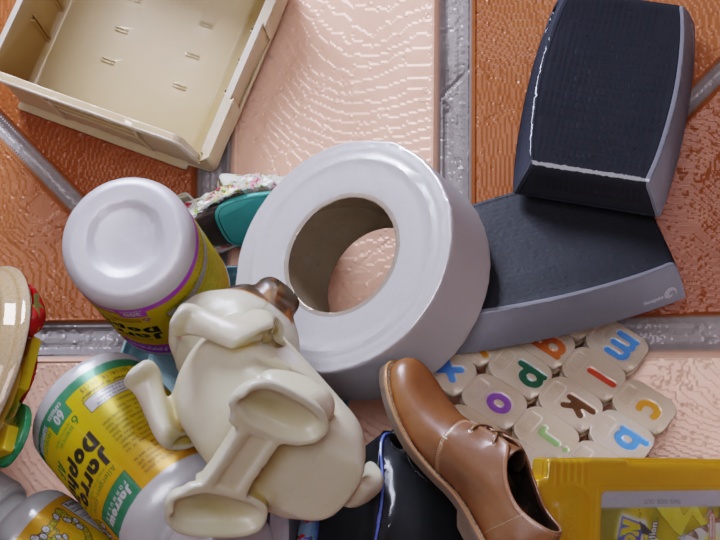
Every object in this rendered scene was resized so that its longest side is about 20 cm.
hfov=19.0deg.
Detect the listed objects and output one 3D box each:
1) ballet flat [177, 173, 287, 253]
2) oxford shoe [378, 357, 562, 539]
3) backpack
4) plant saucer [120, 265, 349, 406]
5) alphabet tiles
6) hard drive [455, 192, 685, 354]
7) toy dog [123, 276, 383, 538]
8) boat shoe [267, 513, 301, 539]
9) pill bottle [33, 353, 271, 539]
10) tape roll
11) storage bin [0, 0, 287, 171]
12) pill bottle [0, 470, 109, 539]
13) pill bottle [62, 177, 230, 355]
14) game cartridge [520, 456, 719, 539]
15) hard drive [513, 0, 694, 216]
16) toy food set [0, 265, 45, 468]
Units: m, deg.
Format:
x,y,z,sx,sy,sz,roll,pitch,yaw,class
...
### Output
x,y,z,sx,sy,sz,roll,pitch,yaw,class
-0.128,-0.048,1.818,0.199,0.076,0.064,-19,49,-3,ballet flat
0.086,0.136,1.605,0.071,0.071,0.200,-48,65,29,oxford shoe
0.060,0.243,1.672,0.134,0.200,0.183,-36,36,38,backpack
-0.105,0.096,1.797,0.199,0.027,0.201,-1,76,6,plant saucer
0.146,0.096,1.723,0.195,0.015,0.200,32,50,14,alphabet tiles
0.152,-0.011,1.754,0.199,0.042,0.135,-13,54,-7,hard drive
-0.076,0.085,1.600,0.193,0.140,0.200,9,32,-28,toy dog
-0.078,0.196,1.724,0.065,0.074,0.201,9,95,17,boat shoe
-0.160,0.164,1.678,0.113,0.113,0.200,-43,56,-5,pill bottle
0.000,0.000,1.721,0.202,0.071,0.203,-13,63,26,tape roll
-0.186,-0.211,1.852,0.198,0.094,0.201,20,78,12,storage bin
-0.238,0.247,1.728,0.200,0.113,0.113,33,81,13,pill bottle
-0.162,0.006,1.707,0.104,0.200,0.105,-3,72,9,pill bottle
0.211,0.232,1.650,0.199,0.032,0.177,3,88,-30,game cartridge
0.204,-0.145,1.782,0.134,0.042,0.201,10,59,9,hard drive
-0.316,0.091,1.742,0.049,0.200,0.199,26,61,-30,toy food set
